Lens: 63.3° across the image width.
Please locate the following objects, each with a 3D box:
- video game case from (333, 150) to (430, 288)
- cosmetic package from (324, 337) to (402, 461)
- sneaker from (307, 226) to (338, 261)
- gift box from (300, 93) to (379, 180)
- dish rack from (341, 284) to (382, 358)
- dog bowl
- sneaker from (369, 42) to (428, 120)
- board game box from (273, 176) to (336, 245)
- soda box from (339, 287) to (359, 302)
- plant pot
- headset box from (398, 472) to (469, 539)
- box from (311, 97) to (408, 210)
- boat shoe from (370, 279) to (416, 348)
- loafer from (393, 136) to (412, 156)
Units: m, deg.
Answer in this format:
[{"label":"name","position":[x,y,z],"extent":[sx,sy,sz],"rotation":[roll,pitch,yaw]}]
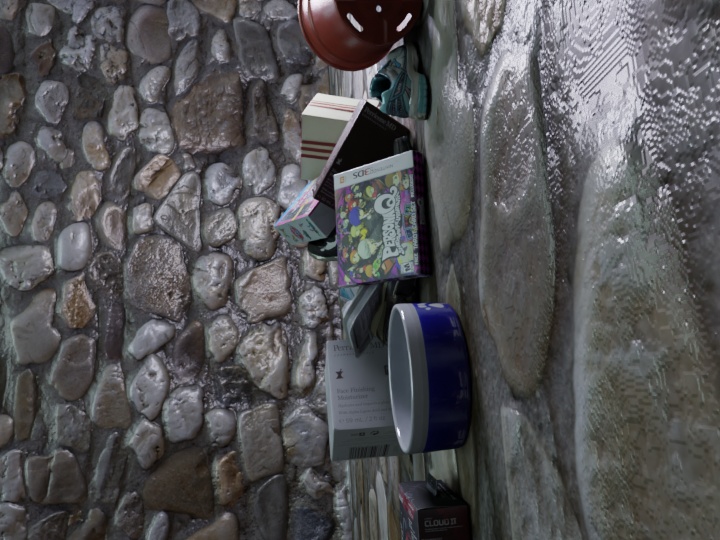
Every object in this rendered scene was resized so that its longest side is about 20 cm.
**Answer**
[{"label":"video game case","position":[0.032,-0.081,0.990],"extent":[0.178,0.035,0.206],"rotation":[-9,81,40]},{"label":"cosmetic package","position":[0.010,0.272,1.244],"extent":[0.167,0.160,0.204],"rotation":[96,168,-52]},{"label":"sneaker","position":[-0.044,-0.081,1.251],"extent":[0.196,0.074,0.109],"rotation":[5,117,40]},{"label":"gift box","position":[-0.039,-0.292,1.376],"extent":[0.202,0.181,0.188],"rotation":[-76,-7,-51]},{"label":"dish rack","position":[0.019,0.063,1.108],"extent":[0.173,0.043,0.201],"rotation":[-54,-17,-18]},{"label":"dog bowl","position":[0.091,0.149,0.823],"extent":[0.200,0.076,0.206],"rotation":[178,90,-85]},{"label":"sneaker","position":[0.055,-0.315,0.954],"extent":[0.202,0.084,0.079],"rotation":[-100,10,-50]},{"label":"board game box","position":[-0.091,-0.137,1.251],"extent":[0.149,0.064,0.199],"rotation":[-54,19,-20]},{"label":"soda box","position":[0.000,0.000,1.150],"extent":[0.064,0.067,0.202],"rotation":[-57,-15,-28]},{"label":"plant pot","position":[0.005,-0.446,0.978],"extent":[0.195,0.195,0.207],"rotation":[-134,41,-69]},{"label":"headset box","position":[0.102,0.394,0.817],"extent":[0.149,0.073,0.206],"rotation":[129,138,-81]},{"label":"box","position":[-0.003,-0.205,1.098],"extent":[0.203,0.098,0.075],"rotation":[-60,16,12]},{"label":"boat shoe","position":[0.073,0.058,1.049],"extent":[0.066,0.071,0.204],"rotation":[46,135,31]},{"label":"loafer","position":[0.061,-0.131,1.027],"extent":[0.073,0.070,0.206],"rotation":[-124,33,-80]}]
